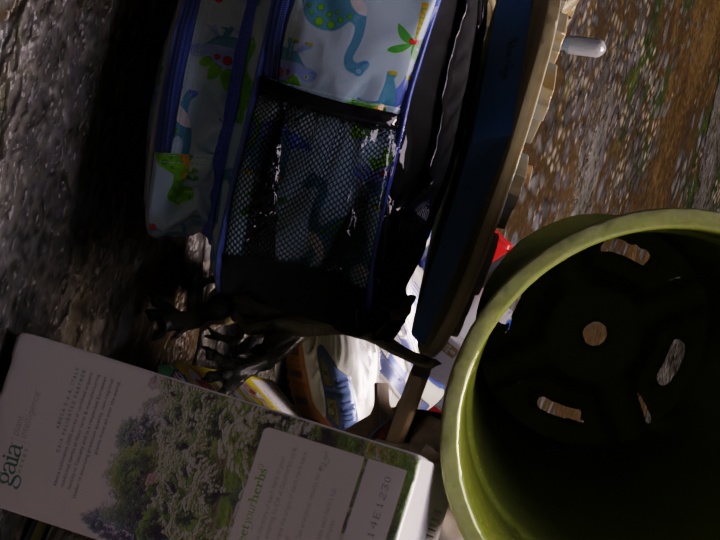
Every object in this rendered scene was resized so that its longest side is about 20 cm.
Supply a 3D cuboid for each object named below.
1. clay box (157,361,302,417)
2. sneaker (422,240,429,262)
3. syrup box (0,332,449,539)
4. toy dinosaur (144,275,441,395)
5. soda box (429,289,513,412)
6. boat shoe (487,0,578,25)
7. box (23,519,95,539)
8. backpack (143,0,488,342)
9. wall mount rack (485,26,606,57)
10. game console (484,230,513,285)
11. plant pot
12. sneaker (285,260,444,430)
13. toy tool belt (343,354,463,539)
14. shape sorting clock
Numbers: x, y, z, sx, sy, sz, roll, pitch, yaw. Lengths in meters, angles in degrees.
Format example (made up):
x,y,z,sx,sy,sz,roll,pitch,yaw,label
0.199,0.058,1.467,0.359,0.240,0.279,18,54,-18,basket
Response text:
x,y,z,sx,sy,sz,roll,pitch,yaw,label
-0.057,0.109,1.340,0.048,0.115,0.200,-41,166,9,clay box
0.027,-0.070,1.522,0.200,0.080,0.147,-56,161,-34,sneaker
-0.067,0.096,1.136,0.081,0.200,0.079,37,70,-72,syrup box
-0.052,0.030,1.276,0.088,0.200,0.048,-14,107,-30,toy dinosaur
0.041,0.108,1.592,0.068,0.064,0.200,-37,162,-54,soda box
0.121,-0.189,1.763,0.200,0.064,0.071,41,66,-73,boat shoe
-0.078,0.183,1.182,0.038,0.200,0.137,67,41,-60,box
-0.021,-0.085,1.199,0.183,0.147,0.200,-56,162,-84,backpack
0.048,-0.187,1.326,0.075,0.174,0.200,-33,147,-19,wall mount rack
0.017,0.066,1.605,0.200,0.031,0.177,-58,168,26,game console
0.126,0.051,1.190,0.190,0.200,0.200,-110,-148,-77,plant pot
0.000,0.000,1.426,0.088,0.075,0.200,-20,120,-29,sneaker
0.049,0.109,1.315,0.200,0.125,0.123,20,73,-75,toy tool belt
0.066,-0.051,1.271,0.200,0.039,0.200,-165,-90,-89,shape sorting clock
